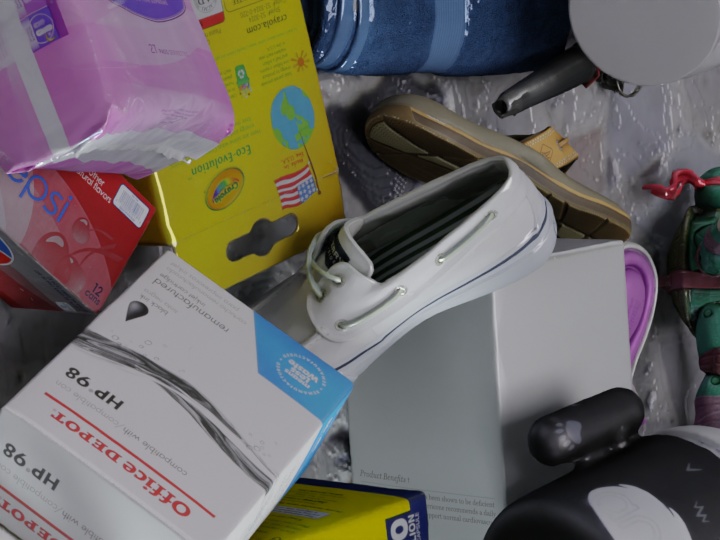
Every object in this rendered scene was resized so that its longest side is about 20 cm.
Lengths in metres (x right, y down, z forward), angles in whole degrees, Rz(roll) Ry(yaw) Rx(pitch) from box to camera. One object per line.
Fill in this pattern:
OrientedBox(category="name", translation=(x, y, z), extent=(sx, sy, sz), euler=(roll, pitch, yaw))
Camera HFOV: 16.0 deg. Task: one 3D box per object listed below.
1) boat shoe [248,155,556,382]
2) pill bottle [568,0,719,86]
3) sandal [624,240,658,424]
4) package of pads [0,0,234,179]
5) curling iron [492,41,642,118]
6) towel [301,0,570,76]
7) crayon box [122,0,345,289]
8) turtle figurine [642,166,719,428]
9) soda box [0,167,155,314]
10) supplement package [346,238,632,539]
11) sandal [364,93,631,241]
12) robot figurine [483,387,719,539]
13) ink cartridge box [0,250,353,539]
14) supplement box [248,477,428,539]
OrientedBox(category="boat shoe", translation=(0.000, 0.000, 1.290), extent=(0.200, 0.074, 0.067), euler=(-31, 137, 1))
OrientedBox(category="pill bottle", translation=(0.180, -0.175, 1.451), extent=(0.200, 0.112, 0.113), euler=(-52, 130, -62))
OrientedBox(category="sandal", translation=(0.144, 0.080, 1.513), extent=(0.082, 0.050, 0.204), euler=(18, 79, -43))
OrientedBox(category="package of pads", translation=(-0.137, -0.138, 1.132), extent=(0.120, 0.075, 0.201), euler=(1, 65, -67))
OrientedBox(category="curling iron", translation=(0.127, -0.111, 1.467), extent=(0.200, 0.025, 0.050), euler=(-27, 136, -59))
OrientedBox(category="towel", translation=(0.043, -0.163, 1.403), extent=(0.200, 0.048, 0.112), euler=(-5, 95, -46))
OrientedBox(category="crayon box", translation=(-0.083, -0.095, 1.274), extent=(0.127, 0.051, 0.201), euler=(-25, 108, -43))
OrientedBox(category="turtle figurine", translation=(0.235, 0.009, 1.567), extent=(0.149, 0.100, 0.201), euler=(12, 78, -51))
OrientedBox(category="soda box", translation=(-0.186, -0.062, 1.155), extent=(0.200, 0.070, 0.064), euler=(46, 62, -37))
OrientedBox(category="supplement package", translation=(0.072, 0.087, 1.392), extent=(0.117, 0.117, 0.201), euler=(-11, 100, -44))
OrientedBox(category="sandal", translation=(0.084, -0.061, 1.434), extent=(0.200, 0.080, 0.054), euler=(29, 62, -38))
OrientedBox(category="robot figurine", translation=(0.138, 0.154, 1.297), extent=(0.200, 0.125, 0.151), euler=(-22, 131, -41))
OrientedBox(category="ink cartridge box", translation=(-0.099, 0.087, 1.162), extent=(0.116, 0.067, 0.200), euler=(35, 36, 4))
OrientedBox(category="supplement box", translation=(-0.066, 0.180, 1.259), extent=(0.200, 0.109, 0.109), euler=(-15, 102, -44))
